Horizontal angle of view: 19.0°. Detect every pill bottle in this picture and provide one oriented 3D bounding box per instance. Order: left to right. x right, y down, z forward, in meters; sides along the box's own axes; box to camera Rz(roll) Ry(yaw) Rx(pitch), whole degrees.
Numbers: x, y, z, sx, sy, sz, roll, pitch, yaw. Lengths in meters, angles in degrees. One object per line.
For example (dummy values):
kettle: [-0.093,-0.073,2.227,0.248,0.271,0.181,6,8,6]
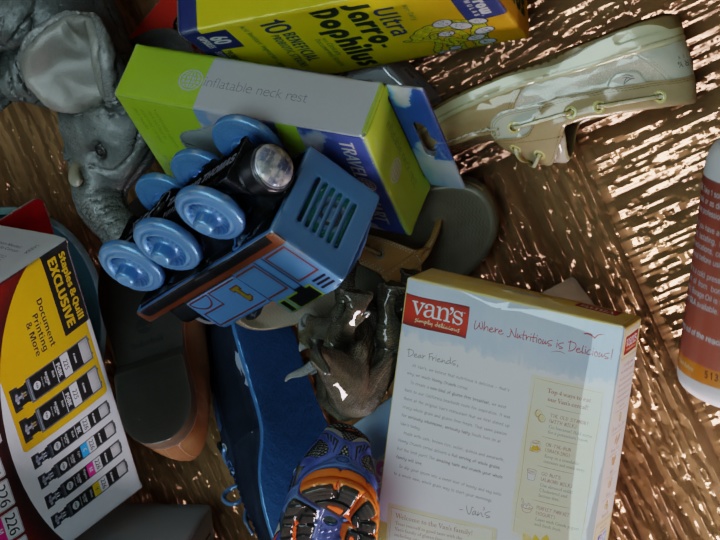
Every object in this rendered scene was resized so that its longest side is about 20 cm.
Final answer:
pill bottle: [0.258,-0.019,1.302,0.112,0.112,0.200,11,104,22]

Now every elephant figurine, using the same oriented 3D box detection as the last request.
elephant figurine: [-0.178,-0.123,1.459,0.200,0.141,0.155,33,144,25]

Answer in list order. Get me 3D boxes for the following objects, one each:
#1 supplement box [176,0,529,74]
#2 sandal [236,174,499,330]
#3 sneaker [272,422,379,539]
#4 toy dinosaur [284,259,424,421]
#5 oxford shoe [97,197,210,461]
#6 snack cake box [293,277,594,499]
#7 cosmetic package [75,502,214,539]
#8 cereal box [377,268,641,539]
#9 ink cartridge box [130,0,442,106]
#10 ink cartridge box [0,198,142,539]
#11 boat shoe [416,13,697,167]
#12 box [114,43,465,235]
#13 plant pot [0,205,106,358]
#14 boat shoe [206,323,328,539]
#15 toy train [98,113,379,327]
supplement box: [-0.005,-0.196,1.359,0.200,0.109,0.110,-9,72,19]
sandal: [0.000,0.000,1.429,0.200,0.054,0.080,-19,118,9]
sneaker: [-0.023,0.174,1.363,0.075,0.079,0.200,18,135,-4]
toy dinosaur: [0.000,0.052,1.344,0.077,0.200,0.103,7,105,-6]
oxford shoe: [-0.138,0.040,1.497,0.071,0.071,0.200,-11,63,14]
snack cake box: [0.066,0.093,1.407,0.200,0.115,0.067,-38,84,25]
cosmetic package: [-0.198,0.271,1.486,0.165,0.200,0.165,1,109,11]
cereal box: [0.087,0.110,1.315,0.144,0.040,0.200,14,104,23]
ink cartridge box: [-0.066,-0.128,1.463,0.200,0.047,0.160,47,114,8]
ink cartridge box: [-0.226,0.077,1.438,0.084,0.176,0.200,13,128,40]
boat shoe: [0.118,-0.099,1.368,0.200,0.074,0.067,-21,90,22]
box: [-0.044,-0.082,1.372,0.200,0.122,0.048,11,65,23]
plant pot: [-0.317,0.039,1.533,0.188,0.200,0.201,14,106,41]
boat shoe: [-0.061,0.117,1.498,0.069,0.084,0.200,-28,66,52]
toy train: [-0.081,-0.020,1.346,0.114,0.087,0.200,37,146,-17]
